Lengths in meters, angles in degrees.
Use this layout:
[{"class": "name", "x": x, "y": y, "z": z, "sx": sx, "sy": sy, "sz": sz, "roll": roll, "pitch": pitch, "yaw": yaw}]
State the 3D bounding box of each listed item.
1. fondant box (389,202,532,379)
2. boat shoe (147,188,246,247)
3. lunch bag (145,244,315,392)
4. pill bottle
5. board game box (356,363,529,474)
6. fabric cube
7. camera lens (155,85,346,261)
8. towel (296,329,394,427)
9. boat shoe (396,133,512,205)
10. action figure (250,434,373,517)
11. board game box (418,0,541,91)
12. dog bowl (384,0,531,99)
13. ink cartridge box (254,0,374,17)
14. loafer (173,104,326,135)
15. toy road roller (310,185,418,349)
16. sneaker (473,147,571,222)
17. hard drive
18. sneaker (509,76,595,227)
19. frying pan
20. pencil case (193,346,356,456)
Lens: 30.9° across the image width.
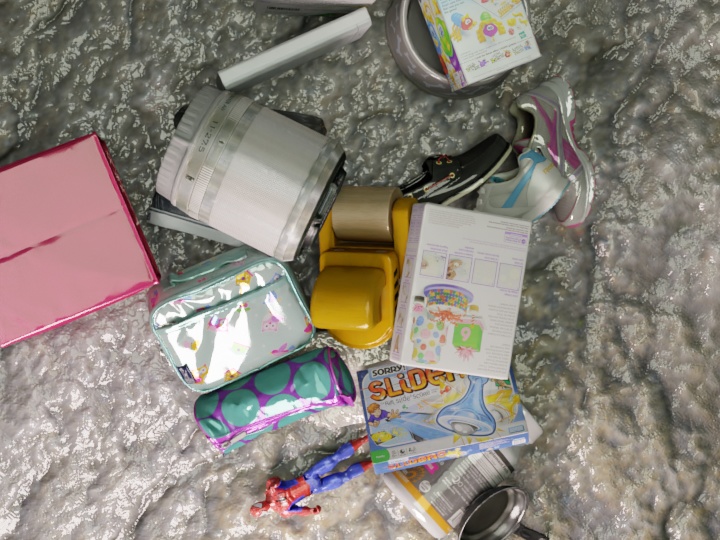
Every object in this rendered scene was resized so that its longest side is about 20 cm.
[{"class": "fondant box", "x": 0.124, "y": 0.025, "z": 1.616, "sx": 0.143, "sy": 0.058, "sz": 0.201, "roll": 9, "pitch": 88, "yaw": -16}, {"class": "boat shoe", "x": -0.169, "y": -0.081, "z": 1.684, "sx": 0.199, "sy": 0.071, "sz": 0.091, "roll": 15, "pitch": 92, "yaw": -7}, {"class": "lunch bag", "x": -0.168, "y": 0.056, "z": 1.653, "sx": 0.199, "sy": 0.077, "sz": 0.161, "roll": -24, "pitch": 125, "yaw": 0}, {"class": "pill bottle", "x": 0.136, "y": 0.245, "z": 1.714, "sx": 0.200, "sy": 0.116, "sz": 0.116, "roll": -43, "pitch": 97, "yaw": -5}, {"class": "board game box", "x": 0.103, "y": 0.174, "z": 1.666, "sx": 0.199, "sy": 0.035, "sz": 0.136, "roll": -12, "pitch": 57, "yaw": 1}, {"class": "fabric cube", "x": -0.373, "y": -0.040, "z": 1.597, "sx": 0.199, "sy": 0.196, "sz": 0.201, "roll": -23, "pitch": 94, "yaw": -6}, {"class": "camera lens", "x": -0.127, "y": -0.116, "z": 1.583, "sx": 0.199, "sy": 0.160, "sz": 0.161, "roll": 26, "pitch": 89, "yaw": 0}, {"class": "towel", "x": 0.022, "y": 0.128, "z": 1.736, "sx": 0.199, "sy": 0.034, "sz": 0.133, "roll": -15, "pitch": 95, "yaw": -7}, {"class": "boat shoe", "x": 0.108, "y": -0.121, "z": 1.717, "sx": 0.201, "sy": 0.074, "sz": 0.063, "roll": -34, "pitch": 104, "yaw": 0}, {"class": "action figure", "x": -0.054, "y": 0.276, "z": 1.703, "sx": 0.199, "sy": 0.099, "sz": 0.066, "roll": -27, "pitch": 94, "yaw": -3}, {"class": "board game box", "x": 0.135, "y": -0.340, "z": 1.639, "sx": 0.104, "sy": 0.103, "sz": 0.201, "roll": -21, "pitch": 95, "yaw": -6}, {"class": "dog bowl", "x": 0.134, "y": -0.328, "z": 1.721, "sx": 0.199, "sy": 0.059, "sz": 0.201, "roll": 0, "pitch": 92, "yaw": -7}, {"class": "ink cartridge box", "x": -0.055, "y": -0.372, "z": 1.623, "sx": 0.144, "sy": 0.200, "sz": 0.085, "roll": 1, "pitch": 93, "yaw": -8}, {"class": "loafer", "x": -0.141, "y": -0.183, "z": 1.695, "sx": 0.199, "sy": 0.073, "sz": 0.073, "roll": 15, "pitch": 51, "yaw": -1}, {"class": "toy road roller", "x": 0.000, "y": 0.000, "z": 1.643, "sx": 0.122, "sy": 0.146, "sz": 0.201, "roll": 2, "pitch": 104, "yaw": 20}, {"class": "sneaker", "x": 0.179, "y": -0.077, "z": 1.704, "sx": 0.081, "sy": 0.077, "sz": 0.200, "roll": 46, "pitch": 117, "yaw": -2}, {"class": "hard drive", "x": -0.087, "y": -0.274, "z": 1.656, "sx": 0.199, "sy": 0.132, "sz": 0.027, "roll": -24, "pitch": 95, "yaw": -6}, {"class": "sneaker", "x": 0.245, "y": -0.151, "z": 1.725, "sx": 0.088, "sy": 0.081, "sz": 0.201, "roll": -14, "pitch": 86, "yaw": -22}, {"class": "frying pan", "x": 0.198, "y": 0.322, "z": 1.716, "sx": 0.189, "sy": 0.031, "sz": 0.115, "roll": -1, "pitch": 123, "yaw": -41}, {"class": "pencil case", "x": -0.108, "y": 0.168, "z": 1.674, "sx": 0.199, "sy": 0.093, "sz": 0.085, "roll": -23, "pitch": 132, "yaw": 9}]
